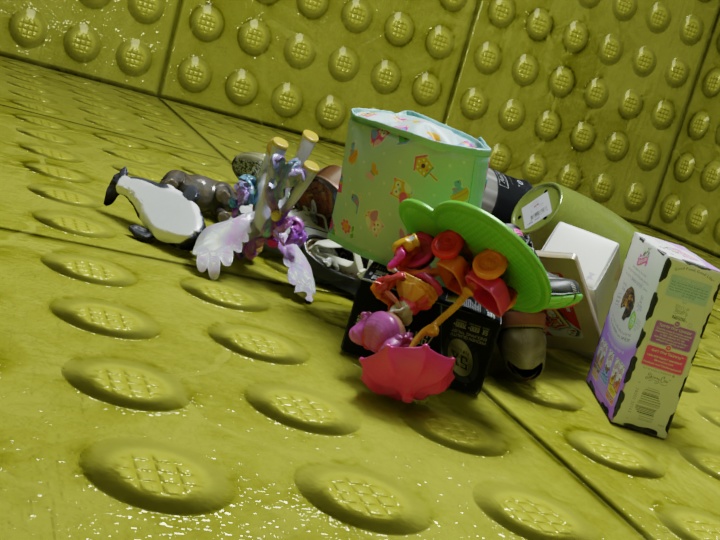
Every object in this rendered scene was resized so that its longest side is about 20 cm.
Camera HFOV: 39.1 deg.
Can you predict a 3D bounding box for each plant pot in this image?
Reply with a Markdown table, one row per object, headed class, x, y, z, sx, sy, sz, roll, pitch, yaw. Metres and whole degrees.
| class | x | y | z | sx | sy | sz | roll | pitch | yaw |
| --- | --- | --- | --- | --- | --- | --- | --- | --- | --- |
| plant pot | 0.321 | -0.035 | 1.526 | 0.200 | 0.188 | 0.187 | 41 | -2 | -30 |

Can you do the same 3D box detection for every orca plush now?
| class | x | y | z | sx | sy | sz | roll | pitch | yaw |
| --- | --- | --- | --- | --- | --- | --- | --- | --- | --- |
| orca plush | -0.272 | -0.065 | 1.373 | 0.197 | 0.072 | 0.106 | 16 | 55 | 29 |

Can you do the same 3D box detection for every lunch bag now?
| class | x | y | z | sx | sy | sz | roll | pitch | yaw |
| --- | --- | --- | --- | --- | --- | --- | --- | --- | --- |
| lunch bag | 0.069 | -0.086 | 1.181 | 0.121 | 0.173 | 0.199 | -5 | 22 | -41 |

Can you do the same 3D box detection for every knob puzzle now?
| class | x | y | z | sx | sy | sz | roll | pitch | yaw |
| --- | --- | --- | --- | --- | --- | --- | --- | --- | --- |
| knob puzzle | 0.210 | 0.031 | 1.325 | 0.216 | 0.221 | 0.031 | 20 | 56 | 14 |

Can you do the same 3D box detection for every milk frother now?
| class | x | y | z | sx | sy | sz | roll | pitch | yaw |
| --- | --- | --- | --- | --- | --- | --- | --- | --- | --- |
| milk frother | 0.142 | -0.086 | 1.615 | 0.186 | 0.203 | 0.180 | 18 | 12 | -28 |

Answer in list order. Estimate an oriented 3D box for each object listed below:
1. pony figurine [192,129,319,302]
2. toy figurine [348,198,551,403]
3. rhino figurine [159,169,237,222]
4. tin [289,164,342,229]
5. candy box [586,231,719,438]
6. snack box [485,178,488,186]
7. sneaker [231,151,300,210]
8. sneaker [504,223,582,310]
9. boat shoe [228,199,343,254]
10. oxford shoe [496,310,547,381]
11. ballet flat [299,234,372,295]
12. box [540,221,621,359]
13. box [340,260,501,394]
| class | x | y | z | sx | sy | sz | roll | pitch | yaw |
| --- | --- | --- | --- | --- | --- | --- | --- | --- | --- |
| pony figurine | -0.117 | -0.067 | 1.306 | 0.164 | 0.202 | 0.194 | 20 | 26 | -15 |
| toy figurine | 0.058 | 0.039 | 1.009 | 0.199 | 0.184 | 0.151 | 29 | -23 | 37 |
| rhino figurine | -0.225 | -0.111 | 1.597 | 0.197 | 0.061 | 0.087 | 14 | 14 | -25 |
| tin | -0.040 | -0.092 | 1.463 | 0.042 | 0.113 | 0.199 | -34 | 11 | -21 |
| candy box | 0.345 | 0.071 | 1.209 | 0.070 | 0.203 | 0.168 | 16 | 12 | -1 |
| snack box | 0.090 | -0.046 | 1.383 | 0.115 | 0.203 | 0.037 | 20 | 14 | 19 |
| sneaker | -0.134 | -0.107 | 1.576 | 0.200 | 0.077 | 0.088 | 43 | 34 | 10 |
| sneaker | 0.176 | -0.009 | 1.193 | 0.076 | 0.085 | 0.199 | 4 | 17 | -45 |
| boat shoe | -0.089 | -0.063 | 1.468 | 0.198 | 0.075 | 0.087 | 14 | 54 | 12 |
| oxford shoe | 0.192 | 0.097 | 1.230 | 0.069 | 0.076 | 0.200 | -2 | -11 | 11 |
| ballet flat | 0.000 | 0.000 | 1.365 | 0.197 | 0.074 | 0.073 | 21 | 12 | 22 |
| box | 0.300 | 0.033 | 1.378 | 0.094 | 0.078 | 0.201 | 24 | -23 | 27 |
| box | 0.076 | 0.055 | 1.180 | 0.161 | 0.088 | 0.200 | 18 | 11 | 3 |
